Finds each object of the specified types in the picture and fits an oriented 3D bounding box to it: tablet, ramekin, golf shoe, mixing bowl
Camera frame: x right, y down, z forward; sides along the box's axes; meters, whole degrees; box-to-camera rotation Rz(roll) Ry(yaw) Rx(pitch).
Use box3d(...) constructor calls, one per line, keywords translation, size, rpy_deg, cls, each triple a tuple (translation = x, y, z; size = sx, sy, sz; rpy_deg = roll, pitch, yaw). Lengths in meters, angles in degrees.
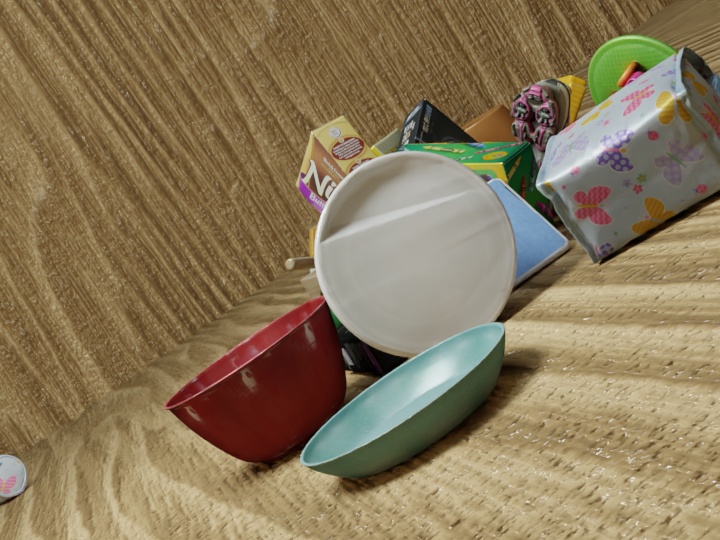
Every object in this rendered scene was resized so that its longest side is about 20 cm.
box3d(translation=(0.109, -0.010, 1.338), size=(0.200, 0.130, 0.014), rpy_deg=(-34, -36, -12), cls="tablet")
box3d(translation=(0.050, -0.010, 1.245), size=(0.202, 0.203, 0.094), rpy_deg=(-35, -6, -12), cls="ramekin")
box3d(translation=(0.220, -0.132, 1.517), size=(0.072, 0.201, 0.092), rpy_deg=(25, 30, 29), cls="golf shoe")
box3d(translation=(-0.089, 0.126, 1.280), size=(0.200, 0.109, 0.200), rpy_deg=(-33, 5, 3), cls="mixing bowl")

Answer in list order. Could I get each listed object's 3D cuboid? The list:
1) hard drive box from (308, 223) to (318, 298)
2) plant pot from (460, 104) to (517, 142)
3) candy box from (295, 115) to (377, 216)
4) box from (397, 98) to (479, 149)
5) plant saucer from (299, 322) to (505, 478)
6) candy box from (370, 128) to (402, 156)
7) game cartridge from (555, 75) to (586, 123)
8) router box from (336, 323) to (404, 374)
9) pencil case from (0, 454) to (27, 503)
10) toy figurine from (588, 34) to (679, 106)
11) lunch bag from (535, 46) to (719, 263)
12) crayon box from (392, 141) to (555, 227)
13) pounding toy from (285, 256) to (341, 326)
box3d(translation=(0.023, -0.040, 1.870), size=(0.200, 0.077, 0.156), rpy_deg=(-32, 37, 22), cls="hard drive box")
box3d(translation=(0.194, -0.157, 1.894), size=(0.200, 0.140, 0.200), rpy_deg=(-33, 6, 4), cls="plant pot")
box3d(translation=(0.007, -0.076, 1.524), size=(0.056, 0.200, 0.117), rpy_deg=(-31, -18, -27), cls="candy box")
box3d(translation=(0.122, -0.129, 1.671), size=(0.044, 0.160, 0.200), rpy_deg=(-45, 14, 27), cls="box")
box3d(translation=(0.042, 0.113, 1.023), size=(0.200, 0.036, 0.200), rpy_deg=(-33, 5, 3), cls="plant saucer")
box3d(translation=(0.098, -0.103, 1.677), size=(0.026, 0.200, 0.102), rpy_deg=(-45, -1, 30), cls="candy box")
box3d(translation=(0.235, -0.155, 1.643), size=(0.176, 0.032, 0.201), rpy_deg=(-116, 44, -84), cls="game cartridge")
box3d(translation=(0.067, 0.039, 1.408), size=(0.200, 0.051, 0.149), rpy_deg=(-36, 8, -16), cls="router box")
box3d(translation=(-0.740, 0.425, 2.514), size=(0.083, 0.091, 0.200), rpy_deg=(-38, 8, -39), cls="pencil case")
box3d(translation=(0.289, -0.149, 1.479), size=(0.184, 0.150, 0.200), rpy_deg=(-49, -9, -34), cls="toy figurine")
box3d(translation=(0.276, -0.119, 1.213), size=(0.169, 0.127, 0.200), rpy_deg=(-33, 15, 25), cls="lunch bag")
box3d(translation=(0.125, -0.087, 1.488), size=(0.199, 0.119, 0.058), rpy_deg=(5, 34, 45), cls="crayon box")
box3d(translation=(0.000, 0.000, 1.652), size=(0.200, 0.142, 0.184), rpy_deg=(-35, 5, -15), cls="pounding toy")
